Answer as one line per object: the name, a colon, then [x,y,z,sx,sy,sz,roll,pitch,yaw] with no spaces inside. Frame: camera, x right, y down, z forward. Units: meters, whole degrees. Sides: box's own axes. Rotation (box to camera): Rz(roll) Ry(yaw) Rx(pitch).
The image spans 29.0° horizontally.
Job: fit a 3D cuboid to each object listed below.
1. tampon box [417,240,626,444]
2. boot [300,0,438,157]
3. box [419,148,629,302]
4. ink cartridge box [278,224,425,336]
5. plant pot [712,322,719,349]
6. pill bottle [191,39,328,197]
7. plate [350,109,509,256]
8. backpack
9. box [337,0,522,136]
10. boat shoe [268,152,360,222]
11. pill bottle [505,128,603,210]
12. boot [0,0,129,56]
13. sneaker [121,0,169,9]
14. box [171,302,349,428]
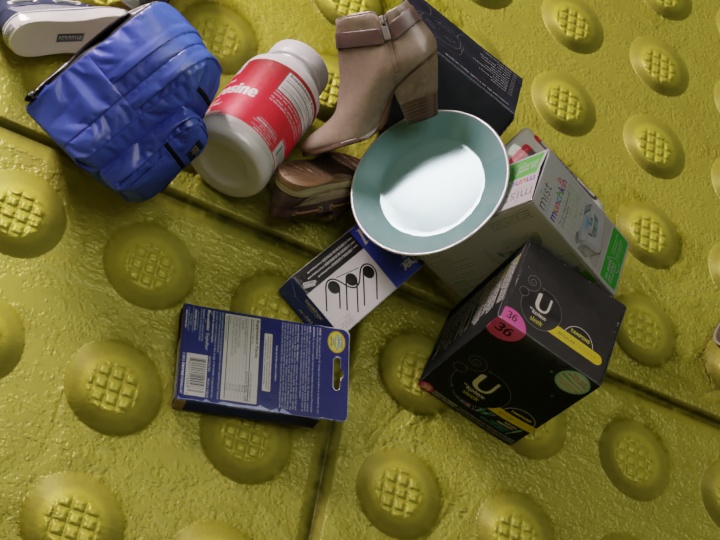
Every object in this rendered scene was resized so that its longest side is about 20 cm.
tampon box: [0.192,0.091,1.665,0.149,0.200,0.127,33,53,-8]
boot: [0.000,-0.234,1.674,0.070,0.199,0.147,-77,148,-74]
box: [0.193,-0.030,1.704,0.176,0.199,0.097,45,48,-24]
ink cartridge box: [0.000,0.000,1.709,0.094,0.044,0.200,49,52,1]
plant pot: [0.614,0.131,1.904,0.187,0.187,0.201,-39,100,-38]
pill bottle: [-0.120,-0.192,1.707,0.112,0.112,0.200,37,52,-5]
plate: [0.084,-0.102,1.667,0.199,0.026,0.202,-9,60,16]
backpack: [-0.245,-0.189,1.570,0.200,0.163,0.168,-45,90,-4]
box: [0.095,-0.240,1.796,0.200,0.124,0.197,38,20,-5]
boat shoe: [-0.042,-0.097,1.730,0.072,0.072,0.199,36,27,24]
pill bottle: [0.249,-0.081,1.837,0.200,0.111,0.111,46,52,2]
boot: [-0.348,-0.307,1.677,0.199,0.073,0.091,-4,47,-42]
sneaker: [-0.241,-0.383,1.729,0.079,0.095,0.200,38,34,-10]
box: [-0.111,0.111,1.583,0.198,0.032,0.122,10,59,-14]
